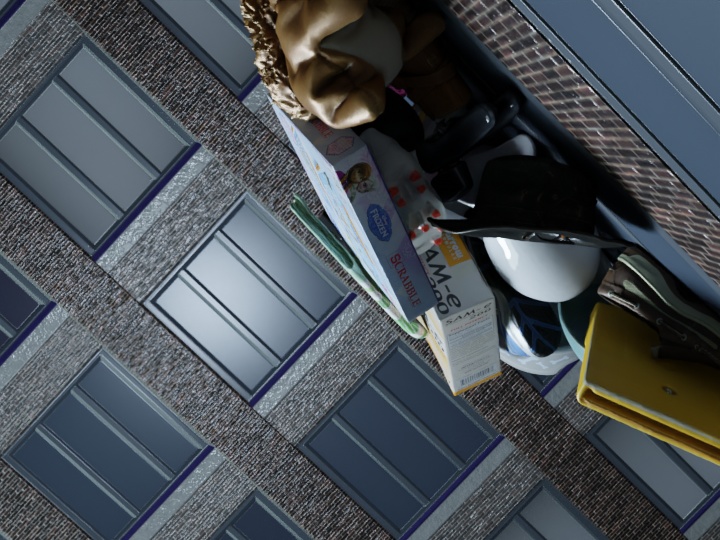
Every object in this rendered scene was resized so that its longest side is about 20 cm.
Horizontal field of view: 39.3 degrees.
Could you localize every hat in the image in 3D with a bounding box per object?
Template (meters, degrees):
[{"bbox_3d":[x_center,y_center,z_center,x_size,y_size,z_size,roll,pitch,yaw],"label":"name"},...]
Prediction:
[{"bbox_3d":[0.165,-0.068,0.966,0.198,0.082,0.201,5,-177,0],"label":"hat"}]

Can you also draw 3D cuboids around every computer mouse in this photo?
[{"bbox_3d":[-0.023,-0.180,1.072,0.199,0.053,0.139,36,157,7],"label":"computer mouse"}]

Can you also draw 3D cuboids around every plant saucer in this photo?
[{"bbox_3d":[0.316,0.088,1.166,0.198,0.036,0.201,15,-149,-9],"label":"plant saucer"}]

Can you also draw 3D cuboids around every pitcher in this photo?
[{"bbox_3d":[0.168,-0.052,1.139,0.170,0.122,0.200,-3,144,42],"label":"pitcher"}]

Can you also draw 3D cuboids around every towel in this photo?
[{"bbox_3d":[0.000,0.000,1.209,0.153,0.023,0.200,48,-179,41],"label":"towel"}]

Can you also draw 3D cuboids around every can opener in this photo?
[{"bbox_3d":[0.110,-0.132,0.994,0.079,0.063,0.200,50,158,2],"label":"can opener"}]

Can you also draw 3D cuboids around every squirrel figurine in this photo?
[{"bbox_3d":[-0.054,-0.233,0.893,0.187,0.142,0.199,50,151,-23],"label":"squirrel figurine"}]

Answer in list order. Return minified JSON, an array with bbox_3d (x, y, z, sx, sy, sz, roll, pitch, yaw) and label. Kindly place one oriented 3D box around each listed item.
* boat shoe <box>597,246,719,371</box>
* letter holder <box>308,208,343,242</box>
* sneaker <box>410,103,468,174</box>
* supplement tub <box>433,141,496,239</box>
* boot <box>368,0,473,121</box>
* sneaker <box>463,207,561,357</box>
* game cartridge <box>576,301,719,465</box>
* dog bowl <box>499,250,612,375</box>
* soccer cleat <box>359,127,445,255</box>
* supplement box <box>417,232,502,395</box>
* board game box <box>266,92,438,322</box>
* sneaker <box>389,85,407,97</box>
[{"bbox_3d":[0.333,0.067,1.051,0.202,0.075,0.075,46,-176,26],"label":"boat shoe"},{"bbox_3d":[0.021,-0.091,1.308,0.100,0.143,0.200,35,170,-4],"label":"letter holder"},{"bbox_3d":[0.078,-0.127,1.188,0.088,0.201,0.075,42,156,-20],"label":"sneaker"},{"bbox_3d":[0.128,-0.113,1.338,0.145,0.145,0.200,41,-175,-34],"label":"supplement tub"},{"bbox_3d":[0.040,-0.228,1.053,0.155,0.077,0.200,46,172,-15],"label":"boot"},{"bbox_3d":[0.169,0.018,1.232,0.077,0.075,0.202,-28,83,63],"label":"sneaker"},{"bbox_3d":[0.319,0.114,1.059,0.175,0.033,0.200,24,-154,7],"label":"game cartridge"},{"bbox_3d":[0.245,0.032,1.319,0.200,0.200,0.059,45,169,18],"label":"dog bowl"},{"bbox_3d":[0.045,-0.080,1.070,0.078,0.069,0.200,57,176,28],"label":"soccer cleat"},{"bbox_3d":[0.112,0.049,1.237,0.201,0.073,0.127,73,173,-56],"label":"supplement box"},{"bbox_3d":[-0.009,-0.075,1.021,0.200,0.041,0.201,52,170,53],"label":"board game box"},{"bbox_3d":[0.016,-0.233,1.188,0.088,0.081,0.200,50,-161,-5],"label":"sneaker"}]
